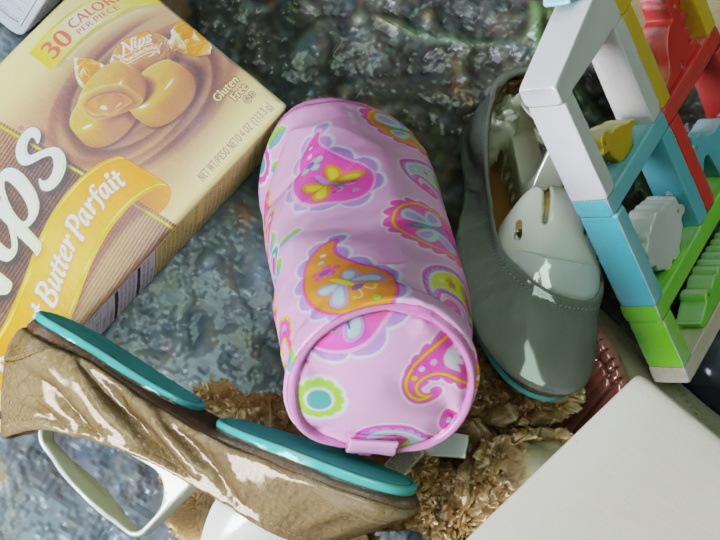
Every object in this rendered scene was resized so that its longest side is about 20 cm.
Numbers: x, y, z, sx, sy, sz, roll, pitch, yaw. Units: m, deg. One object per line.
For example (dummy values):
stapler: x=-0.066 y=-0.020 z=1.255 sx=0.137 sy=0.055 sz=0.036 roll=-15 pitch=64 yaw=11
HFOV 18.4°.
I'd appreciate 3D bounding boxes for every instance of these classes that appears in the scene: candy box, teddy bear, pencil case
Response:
candy box: x=-0.143 y=-0.036 z=1.045 sx=0.115 sy=0.055 sz=0.200 roll=40 pitch=73 yaw=7
teddy bear: x=0.010 y=0.086 z=1.005 sx=0.200 sy=0.067 sz=0.145 roll=-24 pitch=65 yaw=-3
pencil case: x=0.000 y=0.000 z=0.979 sx=0.087 sy=0.088 sz=0.200 roll=-2 pitch=30 yaw=-7

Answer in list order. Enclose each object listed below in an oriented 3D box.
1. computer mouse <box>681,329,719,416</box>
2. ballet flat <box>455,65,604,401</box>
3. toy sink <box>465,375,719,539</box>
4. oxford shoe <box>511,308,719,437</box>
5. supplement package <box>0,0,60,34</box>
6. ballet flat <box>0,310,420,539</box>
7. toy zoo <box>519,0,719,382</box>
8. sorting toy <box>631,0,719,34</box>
computer mouse: x=0.243 y=0.068 z=1.065 sx=0.200 sy=0.034 sz=0.059 roll=19 pitch=71 yaw=0
ballet flat: x=0.079 y=-0.027 z=1.013 sx=0.067 sy=0.064 sz=0.200 roll=17 pitch=35 yaw=-16
toy sink: x=0.144 y=0.165 z=0.891 sx=0.130 sy=0.112 sz=0.200 roll=-43 pitch=59 yaw=-12
oxford shoe: x=0.129 y=0.076 z=1.045 sx=0.074 sy=0.071 sz=0.200 roll=-10 pitch=61 yaw=-47
supplement package: x=-0.135 y=-0.244 z=1.021 sx=0.147 sy=0.200 sz=0.191 roll=41 pitch=73 yaw=-8
ballet flat: x=-0.072 y=0.085 z=0.950 sx=0.200 sy=0.068 sz=0.072 roll=23 pitch=93 yaw=16
toy zoo: x=0.131 y=-0.066 z=0.998 sx=0.131 sy=0.020 sz=0.200 roll=-54 pitch=129 yaw=-38
sorting toy: x=0.180 y=-0.199 z=1.124 sx=0.200 sy=0.070 sz=0.199 roll=-23 pitch=77 yaw=-13
